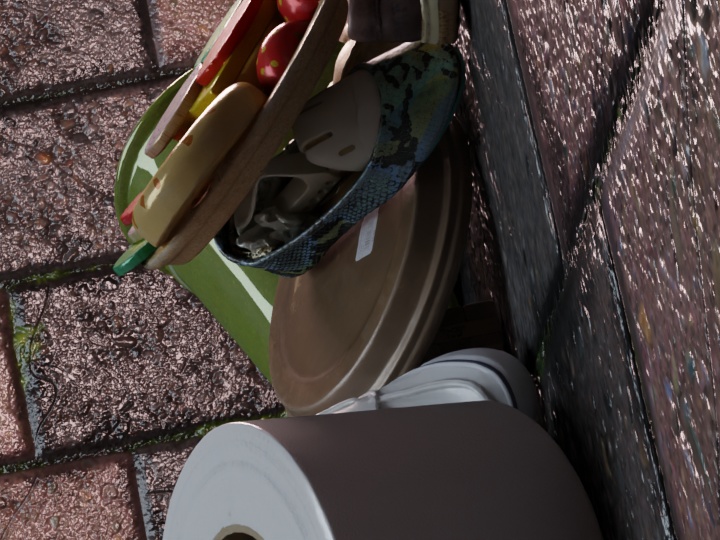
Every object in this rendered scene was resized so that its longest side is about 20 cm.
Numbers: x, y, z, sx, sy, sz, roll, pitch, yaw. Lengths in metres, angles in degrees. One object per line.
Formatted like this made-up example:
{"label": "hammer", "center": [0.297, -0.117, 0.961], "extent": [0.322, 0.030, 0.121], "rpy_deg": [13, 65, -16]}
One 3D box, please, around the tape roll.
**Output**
{"label": "tape roll", "center": [0.008, 0.165, 1.288], "extent": [0.203, 0.139, 0.203], "rpy_deg": [11, 103, 61]}

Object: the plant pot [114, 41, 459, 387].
{"label": "plant pot", "center": [-0.028, -0.013, 1.721], "extent": [0.200, 0.200, 0.190], "rpy_deg": [84, 161, -44]}

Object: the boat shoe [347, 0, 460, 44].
{"label": "boat shoe", "center": [0.001, -0.193, 1.453], "extent": [0.072, 0.072, 0.200], "rpy_deg": [86, 173, -52]}

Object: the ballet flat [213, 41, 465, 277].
{"label": "ballet flat", "center": [-0.018, -0.058, 1.484], "extent": [0.200, 0.074, 0.074], "rpy_deg": [-50, 42, 43]}

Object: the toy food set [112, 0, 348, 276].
{"label": "toy food set", "center": [-0.074, -0.083, 1.497], "extent": [0.200, 0.049, 0.198], "rpy_deg": [-62, 10, -19]}

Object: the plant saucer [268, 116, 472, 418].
{"label": "plant saucer", "center": [0.000, 0.000, 1.524], "extent": [0.200, 0.029, 0.200], "rpy_deg": [-49, 30, 41]}

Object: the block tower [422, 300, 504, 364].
{"label": "block tower", "center": [0.064, 0.111, 1.476], "extent": [0.058, 0.054, 0.200], "rpy_deg": [89, 169, -62]}

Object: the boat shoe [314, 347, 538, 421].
{"label": "boat shoe", "center": [0.004, 0.101, 1.425], "extent": [0.065, 0.200, 0.074], "rpy_deg": [-17, -103, -54]}

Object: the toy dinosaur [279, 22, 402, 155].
{"label": "toy dinosaur", "center": [0.008, -0.131, 1.584], "extent": [0.101, 0.058, 0.200], "rpy_deg": [31, -99, -79]}
